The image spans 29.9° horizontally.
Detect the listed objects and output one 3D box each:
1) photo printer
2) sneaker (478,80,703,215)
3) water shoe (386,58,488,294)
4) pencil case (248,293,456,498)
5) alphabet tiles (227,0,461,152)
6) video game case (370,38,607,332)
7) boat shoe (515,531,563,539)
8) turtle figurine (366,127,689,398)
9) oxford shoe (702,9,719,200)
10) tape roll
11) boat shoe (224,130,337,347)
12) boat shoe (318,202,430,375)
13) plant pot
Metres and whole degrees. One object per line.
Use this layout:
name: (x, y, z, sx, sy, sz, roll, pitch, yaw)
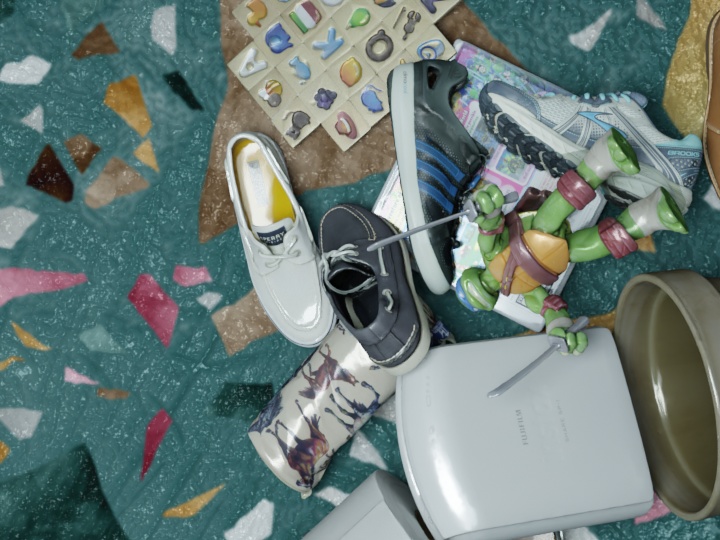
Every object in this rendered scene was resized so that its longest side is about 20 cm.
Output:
photo printer: (0.128, 0.135, 1.111, 0.199, 0.069, 0.167, -5, 71, -18)
sneaker: (0.195, -0.117, 1.136, 0.199, 0.078, 0.087, 28, 81, -2)
water shoe: (0.072, -0.082, 1.143, 0.079, 0.072, 0.201, -9, 90, 4)
pencil case: (-0.010, 0.102, 1.170, 0.089, 0.078, 0.200, 42, 94, -9)
alphabet tiles: (-0.016, -0.211, 1.196, 0.200, 0.006, 0.167, -40, 82, 9)
video game case: (0.121, -0.075, 1.184, 0.181, 0.024, 0.201, 27, 93, 6)
boat shoe: (0.139, 0.190, 1.161, 0.071, 0.068, 0.201, -11, 85, 7)
turtle figurine: (0.149, -0.008, 1.055, 0.194, 0.200, 0.144, -37, 73, 21)
oxford shoe: (0.327, -0.129, 1.140, 0.071, 0.071, 0.201, -8, 91, 4)
tape roll: (0.031, 0.283, 1.105, 0.139, 0.203, 0.203, -42, 86, 4)
boat shoe: (-0.073, -0.028, 1.181, 0.071, 0.070, 0.201, -16, 88, 6)
boat shoe: (0.000, 0.000, 1.118, 0.073, 0.063, 0.200, -39, 41, 14)
plant pot: (0.323, 0.088, 1.093, 0.173, 0.200, 0.201, -9, 89, -10)
